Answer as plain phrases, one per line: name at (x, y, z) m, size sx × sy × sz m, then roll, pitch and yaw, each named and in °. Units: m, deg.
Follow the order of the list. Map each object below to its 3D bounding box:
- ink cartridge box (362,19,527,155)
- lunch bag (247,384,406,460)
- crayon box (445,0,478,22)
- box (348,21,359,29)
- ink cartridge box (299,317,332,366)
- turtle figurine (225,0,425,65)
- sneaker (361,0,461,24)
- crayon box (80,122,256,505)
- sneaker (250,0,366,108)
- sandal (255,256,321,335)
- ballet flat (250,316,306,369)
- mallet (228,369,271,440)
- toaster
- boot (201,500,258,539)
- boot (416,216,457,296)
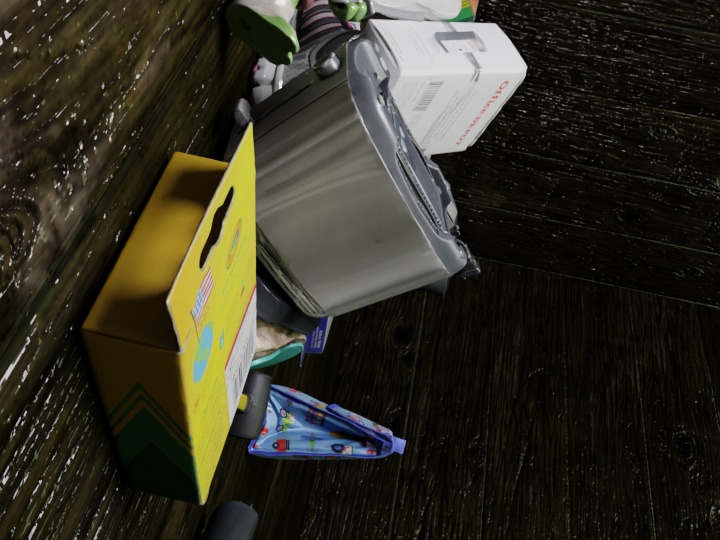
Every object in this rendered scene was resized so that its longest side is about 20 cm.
ink cartridge box at (0.073, -0.206, 0.836) m, size 0.085 × 0.199 × 0.146 m, roll 63°, pitch -39°, yaw 21°
lunch bag at (-0.037, 0.221, 0.978) m, size 0.151 × 0.198 × 0.095 m, roll 92°, pitch 10°, yaw -79°
crayon box at (0.069, -0.396, 0.872) m, size 0.059 × 0.171 × 0.201 m, roll -80°, pitch 180°, yaw -49°
box at (-0.028, -0.119, 0.687) m, size 0.117 × 0.059 × 0.202 m, roll 98°, pitch -10°, yaw -67°
ink cartridge box at (-0.068, 0.051, 1.372) m, size 0.201 × 0.043 × 0.198 m, roll -78°, pitch 178°, yaw -55°
turtle figurine at (0.013, -0.212, 0.468) m, size 0.200 × 0.143 × 0.195 m, roll 53°, pitch 55°, yaw -34°
sneaker at (0.017, -0.295, 0.777) m, size 0.199 × 0.088 × 0.076 m, roll 1°, pitch 83°, yaw -45°
crayon box at (-0.097, 0.028, 0.407) m, size 0.201 × 0.050 × 0.128 m, roll 100°, pitch 3°, yaw -48°
sneaker at (-0.027, -0.185, 0.605) m, size 0.074 × 0.087 × 0.201 m, roll 99°, pitch 3°, yaw -51°
sandal at (-0.058, 0.013, 0.591) m, size 0.043 × 0.076 × 0.200 m, roll -41°, pitch 176°, yaw 1°
ballet flat at (-0.088, 0.049, 0.629) m, size 0.200 × 0.067 × 0.068 m, roll 93°, pitch -22°, yaw -83°
mallet at (-0.113, 0.099, 0.630) m, size 0.200 × 0.041 × 0.066 m, roll 86°, pitch 16°, yaw -67°
toaster at (-0.009, -0.051, 0.519) m, size 0.201 × 0.128 × 0.114 m, roll 55°, pitch 21°, yaw -35°
boot at (-0.136, 0.340, 0.671) m, size 0.168 × 0.076 × 0.202 m, roll -61°, pitch 157°, yaw -69°
boot at (0.000, -0.001, 0.794) m, size 0.066 × 0.198 × 0.167 m, roll 87°, pitch 15°, yaw -81°
